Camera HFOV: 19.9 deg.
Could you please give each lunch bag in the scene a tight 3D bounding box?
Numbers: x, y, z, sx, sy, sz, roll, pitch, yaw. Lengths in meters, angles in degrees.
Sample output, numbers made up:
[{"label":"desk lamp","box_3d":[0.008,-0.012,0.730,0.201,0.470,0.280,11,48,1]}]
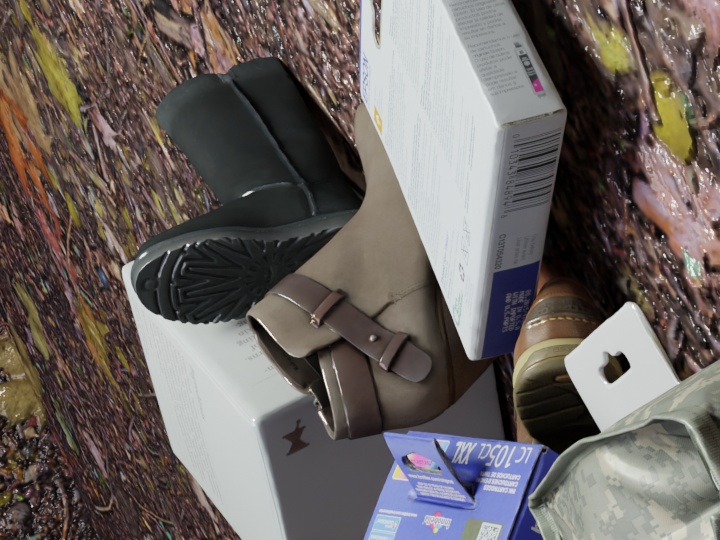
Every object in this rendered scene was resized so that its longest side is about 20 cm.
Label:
[{"label":"lunch bag","box_3d":[0.174,0.077,0.776,0.118,0.163,0.200,64,163,17]}]

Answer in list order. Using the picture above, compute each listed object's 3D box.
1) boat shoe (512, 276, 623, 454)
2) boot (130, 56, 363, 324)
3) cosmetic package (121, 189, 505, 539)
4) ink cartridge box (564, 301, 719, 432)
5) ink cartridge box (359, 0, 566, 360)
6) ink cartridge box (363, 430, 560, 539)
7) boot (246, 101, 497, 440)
[{"label":"boat shoe","box_3d":[0.118,0.080,1.111,0.201,0.071,0.068,77,-168,-53]},{"label":"boot","box_3d":[-0.091,-0.058,1.303,0.201,0.163,0.066,-120,31,-44]},{"label":"cosmetic package","box_3d":[-0.028,0.073,1.326,0.200,0.166,0.167,44,152,48]},{"label":"ink cartridge box","box_3d":[0.182,0.101,0.940,0.201,0.066,0.116,61,162,9]},{"label":"ink cartridge box","box_3d":[0.048,-0.089,1.081,0.197,0.043,0.201,92,162,-55]},{"label":"ink cartridge box","box_3d":[0.094,0.144,1.040,0.199,0.077,0.136,29,166,-26]},{"label":"boot","box_3d":[0.000,0.000,1.184,0.201,0.145,0.071,54,161,30]}]
